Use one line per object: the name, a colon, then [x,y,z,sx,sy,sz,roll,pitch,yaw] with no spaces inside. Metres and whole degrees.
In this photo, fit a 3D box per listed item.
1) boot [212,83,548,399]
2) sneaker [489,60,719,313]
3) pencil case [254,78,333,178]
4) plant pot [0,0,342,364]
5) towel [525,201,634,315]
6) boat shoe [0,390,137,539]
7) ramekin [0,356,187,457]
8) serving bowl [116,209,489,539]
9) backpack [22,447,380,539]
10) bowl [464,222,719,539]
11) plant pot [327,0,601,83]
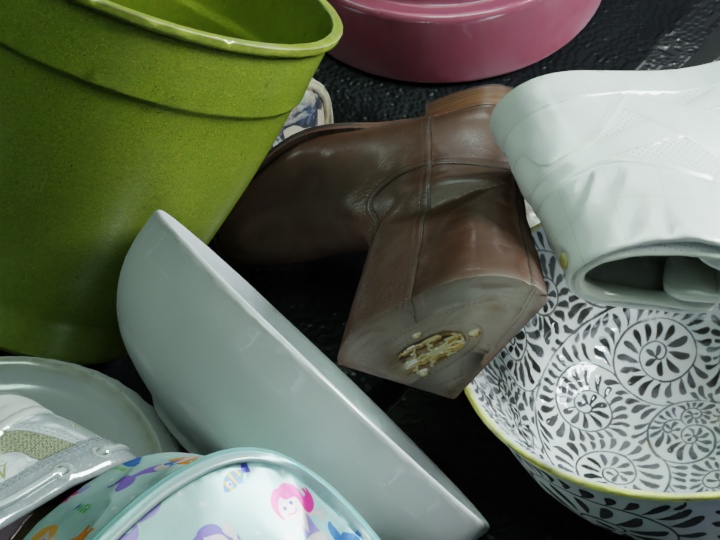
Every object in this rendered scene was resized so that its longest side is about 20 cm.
boot: [0.000,0.000,0.847,0.186,0.064,0.200,-25,29,20]
sneaker: [0.167,-0.034,0.813,0.200,0.074,0.116,-8,57,-17]
pencil case: [-0.106,-0.100,1.008,0.200,0.078,0.089,27,36,26]
plant pot: [-0.137,-0.067,0.884,0.200,0.193,0.200,20,22,-8]
towel: [0.102,-0.018,0.946,0.200,0.034,0.133,-9,49,-3]
boat shoe: [-0.162,0.127,0.676,0.065,0.074,0.202,17,45,25]
ramekin: [-0.155,0.130,0.790,0.200,0.105,0.200,-3,48,3]
serving bowl: [-0.037,0.064,0.795,0.066,0.200,0.200,-45,55,-1]
backpack: [-0.043,0.166,0.658,0.178,0.151,0.200,-43,102,-26]
bowl: [0.146,0.059,0.825,0.201,0.094,0.201,-6,40,5]
plant pot: [0.048,-0.239,1.053,0.200,0.179,0.200,-2,48,2]
